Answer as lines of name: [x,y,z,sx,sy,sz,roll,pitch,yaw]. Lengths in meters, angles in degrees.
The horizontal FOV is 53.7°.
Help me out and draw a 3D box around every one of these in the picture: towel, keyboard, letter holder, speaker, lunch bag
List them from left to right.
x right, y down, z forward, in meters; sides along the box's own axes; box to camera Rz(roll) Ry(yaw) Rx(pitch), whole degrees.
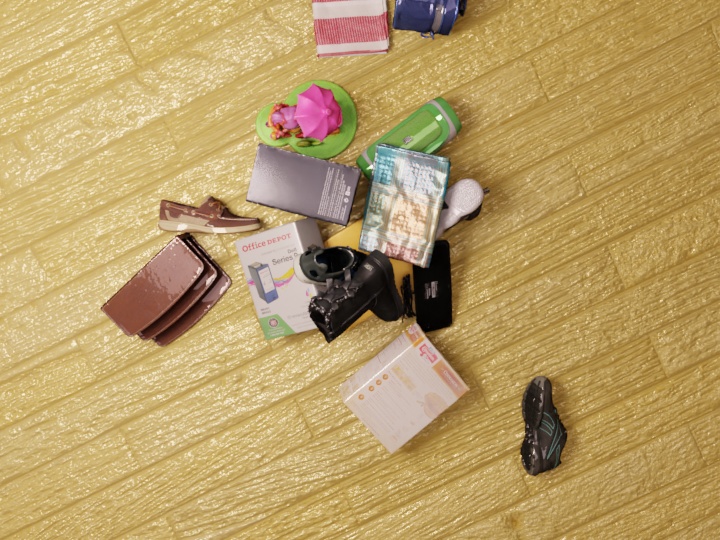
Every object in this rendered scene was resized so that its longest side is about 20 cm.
letter holder: [-0.363,0.048,1.359,0.200,0.101,0.142,-42,96,3]
towel: [-0.021,-0.511,1.347,0.143,0.023,0.202,-4,95,1]
towel: [0.077,-0.118,1.282,0.145,0.022,0.202,15,101,21]
speaker: [0.091,-0.237,1.342,0.199,0.088,0.089,-37,94,3]
keyboard: [0.122,0.030,1.363,0.103,0.040,0.202,-12,122,-9]
lunch bag: [0.131,-0.521,1.289,0.131,0.136,0.202,5,96,0]

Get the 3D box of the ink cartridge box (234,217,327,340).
ink cartridge box: [-0.133,0.014,1.341,0.144,0.087,0.202,-14,94,26]

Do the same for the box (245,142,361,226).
box: [-0.097,-0.154,1.291,0.180,0.200,0.105,15,96,-1]

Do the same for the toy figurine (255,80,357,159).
toy figurine: [-0.105,-0.280,1.287,0.198,0.184,0.152,-5,95,1]

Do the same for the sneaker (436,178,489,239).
sneaker: [0.158,-0.103,1.350,0.199,0.114,0.076,-31,81,25]

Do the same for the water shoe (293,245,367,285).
water shoe: [-0.031,-0.007,1.282,0.079,0.199,0.072,-19,82,38]

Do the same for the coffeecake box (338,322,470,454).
coffeecake box: [0.084,0.227,1.374,0.200,0.073,0.154,-40,108,3]

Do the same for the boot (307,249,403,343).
boot: [-0.006,0.068,1.279,0.162,0.199,0.073,-41,56,-19]

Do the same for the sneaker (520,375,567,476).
sneaker: [0.364,0.304,1.408,0.078,0.075,0.202,-1,102,-14]

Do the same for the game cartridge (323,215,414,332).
game cartridge: [0.000,0.000,1.392,0.199,0.032,0.177,-31,95,5]

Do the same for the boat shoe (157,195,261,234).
boat shoe: [-0.288,-0.108,1.361,0.198,0.072,0.073,3,95,5]
